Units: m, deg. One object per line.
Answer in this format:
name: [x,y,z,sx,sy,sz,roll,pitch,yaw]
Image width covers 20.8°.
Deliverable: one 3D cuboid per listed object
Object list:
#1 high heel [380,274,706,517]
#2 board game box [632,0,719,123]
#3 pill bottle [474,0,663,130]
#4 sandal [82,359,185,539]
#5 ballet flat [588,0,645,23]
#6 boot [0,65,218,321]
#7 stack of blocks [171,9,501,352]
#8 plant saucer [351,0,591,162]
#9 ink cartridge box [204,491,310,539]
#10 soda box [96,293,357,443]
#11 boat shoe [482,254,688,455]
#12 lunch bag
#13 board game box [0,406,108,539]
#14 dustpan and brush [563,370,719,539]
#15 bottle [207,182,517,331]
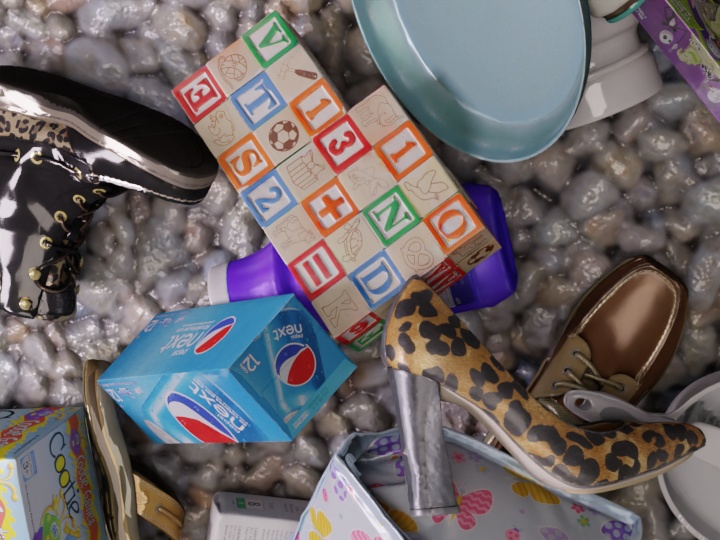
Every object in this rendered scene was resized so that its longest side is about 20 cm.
high heel: [0.112,0.064,1.181,0.199,0.071,0.143,-7,87,-17]
board game box: [0.251,-0.111,1.190,0.032,0.120,0.200,-36,96,35]
pill bottle: [0.114,-0.191,1.196,0.111,0.111,0.201,-19,100,14]
sandal: [-0.151,0.155,1.357,0.054,0.080,0.201,-12,98,-12]
ballet flat: [0.182,-0.228,1.146,0.069,0.069,0.200,43,64,-3]
boot: [-0.187,-0.039,1.288,0.199,0.073,0.151,22,111,25]
stack of blocks: [-0.016,-0.065,1.236,0.115,0.059,0.200,-37,72,6]
plant saucer: [0.066,-0.161,1.156,0.200,0.027,0.201,33,137,37]
ink cartridge box: [-0.017,0.245,1.375,0.199,0.050,0.162,7,106,-11]
soda box: [-0.090,0.066,1.252,0.064,0.200,0.068,49,64,-17]
boat shoe: [0.145,0.084,1.280,0.075,0.074,0.200,33,108,2]
lunch bag: [0.052,0.199,1.246,0.199,0.127,0.170,27,138,0]
board game box: [-0.291,0.161,1.344,0.199,0.103,0.105,-4,104,20]
dustpan and brush: [0.216,0.107,1.258,0.199,0.057,0.140,22,105,-11]
bottle: [0.000,0.000,1.287,0.199,0.065,0.084,-13,92,13]
